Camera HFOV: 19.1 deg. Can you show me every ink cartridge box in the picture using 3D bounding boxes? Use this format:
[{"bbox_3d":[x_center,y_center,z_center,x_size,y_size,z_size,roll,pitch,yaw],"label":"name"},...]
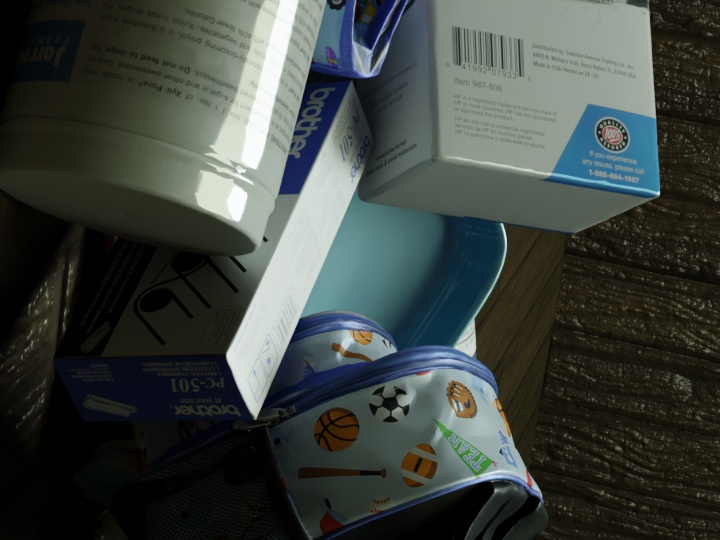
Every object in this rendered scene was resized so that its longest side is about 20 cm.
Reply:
[{"bbox_3d":[0.076,-0.133,1.144,0.084,0.143,0.202,-26,-119,56],"label":"ink cartridge box"},{"bbox_3d":[-0.067,-0.012,1.040,0.201,0.093,0.044,-67,146,-44],"label":"ink cartridge box"}]

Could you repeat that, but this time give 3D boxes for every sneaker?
[{"bbox_3d":[-0.103,0.103,1.234,0.200,0.077,0.092,68,31,-72],"label":"sneaker"}]

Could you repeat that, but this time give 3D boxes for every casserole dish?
[{"bbox_3d":[-0.005,0.019,1.171,0.201,0.121,0.039,-56,-152,-6],"label":"casserole dish"}]

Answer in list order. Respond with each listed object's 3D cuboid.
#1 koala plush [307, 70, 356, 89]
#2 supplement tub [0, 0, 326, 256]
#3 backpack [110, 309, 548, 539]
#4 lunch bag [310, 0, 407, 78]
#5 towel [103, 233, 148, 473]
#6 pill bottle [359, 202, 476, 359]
[{"bbox_3d":[0.002,-0.142,1.243,0.201,0.176,0.185,-77,-176,-51],"label":"koala plush"},{"bbox_3d":[-0.081,-0.120,0.968,0.132,0.131,0.202,58,45,-74],"label":"supplement tub"},{"bbox_3d":[-0.011,0.110,1.050,0.200,0.189,0.155,40,32,-71],"label":"backpack"},{"bbox_3d":[-0.031,-0.191,1.082,0.094,0.150,0.202,15,93,-50],"label":"lunch bag"},{"bbox_3d":[-0.086,0.057,1.167,0.144,0.023,0.202,-9,91,-64],"label":"towel"},{"bbox_3d":[0.008,0.030,1.269,0.120,0.119,0.202,-46,134,-69],"label":"pill bottle"}]
